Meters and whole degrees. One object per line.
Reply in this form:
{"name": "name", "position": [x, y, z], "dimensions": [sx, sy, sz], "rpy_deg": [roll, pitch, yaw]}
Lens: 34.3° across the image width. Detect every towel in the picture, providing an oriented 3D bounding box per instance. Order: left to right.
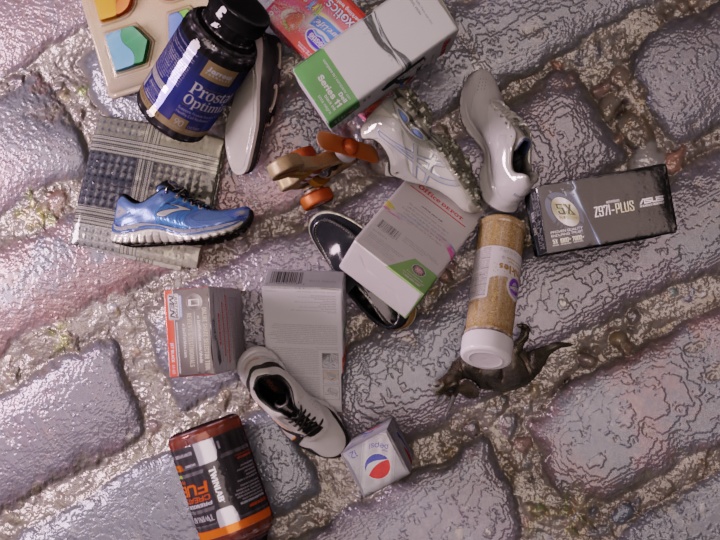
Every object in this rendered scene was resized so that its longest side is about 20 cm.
{"name": "towel", "position": [-0.296, -0.108, 1.641], "dimensions": [0.197, 0.035, 0.195], "rpy_deg": [12, 86, 7]}

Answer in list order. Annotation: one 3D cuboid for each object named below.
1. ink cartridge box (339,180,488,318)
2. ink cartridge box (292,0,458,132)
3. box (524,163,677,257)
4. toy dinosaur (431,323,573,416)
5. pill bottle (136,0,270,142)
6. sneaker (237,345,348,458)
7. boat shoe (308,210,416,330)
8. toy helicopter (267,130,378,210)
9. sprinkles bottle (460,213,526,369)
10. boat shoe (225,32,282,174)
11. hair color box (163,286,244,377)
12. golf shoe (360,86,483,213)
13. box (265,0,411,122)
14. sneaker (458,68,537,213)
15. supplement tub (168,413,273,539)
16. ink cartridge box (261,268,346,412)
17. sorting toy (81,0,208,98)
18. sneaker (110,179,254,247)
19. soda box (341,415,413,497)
{"name": "ink cartridge box", "position": [0.075, -0.047, 1.559], "dimensions": [0.117, 0.068, 0.200], "rpy_deg": [37, 52, 4]}
{"name": "ink cartridge box", "position": [0.020, -0.268, 1.463], "dimensions": [0.199, 0.147, 0.083], "rpy_deg": [-35, 91, 2]}
{"name": "box", "position": [0.304, -0.074, 1.503], "dimensions": [0.161, 0.200, 0.087], "rpy_deg": [-10, 89, 5]}
{"name": "toy dinosaur", "position": [0.187, 0.125, 1.580], "dimensions": [0.197, 0.077, 0.104], "rpy_deg": [-8, 99, -1]}
{"name": "pill bottle", "position": [-0.207, -0.279, 1.558], "dimensions": [0.112, 0.112, 0.200], "rpy_deg": [43, 120, 5]}
{"name": "sneaker", "position": [-0.089, 0.191, 1.562], "dimensions": [0.074, 0.080, 0.200], "rpy_deg": [-45, 111, 2]}
{"name": "boat shoe", "position": [0.000, 0.000, 1.588], "dimensions": [0.074, 0.062, 0.201], "rpy_deg": [-40, 86, 21]}
{"name": "toy helicopter", "position": [-0.059, -0.139, 1.534], "dimensions": [0.131, 0.200, 0.080], "rpy_deg": [-24, 86, 20]}
{"name": "sprinkles bottle", "position": [0.176, 0.026, 1.537], "dimensions": [0.067, 0.068, 0.202], "rpy_deg": [8, 63, 5]}
{"name": "boat shoe", "position": [-0.144, -0.232, 1.614], "dimensions": [0.073, 0.060, 0.203], "rpy_deg": [-1, 86, 47]}
{"name": "hair color box", "position": [-0.202, 0.079, 1.537], "dimensions": [0.063, 0.200, 0.113], "rpy_deg": [-5, 87, 4]}
{"name": "golf shoe", "position": [0.082, -0.144, 1.544], "dimensions": [0.097, 0.079, 0.200], "rpy_deg": [-33, 107, 22]}
{"name": "box", "position": [-0.028, -0.307, 1.589], "dimensions": [0.200, 0.095, 0.100], "rpy_deg": [44, 91, 4]}
{"name": "sneaker", "position": [0.192, -0.182, 1.555], "dimensions": [0.074, 0.087, 0.202], "rpy_deg": [-5, 71, -33]}
{"name": "supplement tub", "position": [-0.181, 0.303, 1.575], "dimensions": [0.106, 0.107, 0.202], "rpy_deg": [-20, 86, 3]}
{"name": "ink cartridge box", "position": [-0.074, 0.097, 1.590], "dimensions": [0.107, 0.051, 0.202], "rpy_deg": [2, 121, 5]}
{"name": "sorting toy", "position": [-0.296, -0.362, 1.642], "dimensions": [0.183, 0.036, 0.203], "rpy_deg": [-16, 87, 4]}
{"name": "sneaker", "position": [-0.242, -0.080, 1.577], "dimensions": [0.197, 0.079, 0.091], "rpy_deg": [-1, 87, 6]}
{"name": "soda box", "position": [0.025, 0.239, 1.514], "dimensions": [0.068, 0.200, 0.064], "rpy_deg": [-28, 86, 2]}
